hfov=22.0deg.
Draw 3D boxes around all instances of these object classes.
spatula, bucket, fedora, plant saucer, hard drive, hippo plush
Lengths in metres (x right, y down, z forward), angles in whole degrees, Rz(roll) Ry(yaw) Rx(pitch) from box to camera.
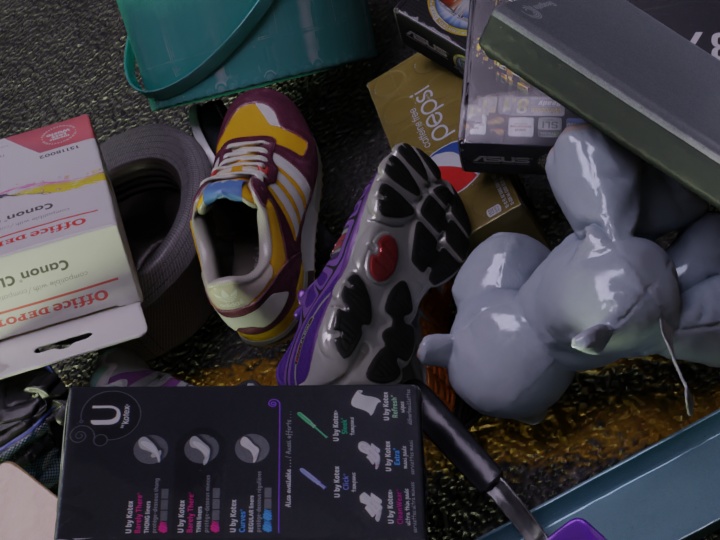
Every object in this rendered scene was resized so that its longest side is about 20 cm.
[{"bbox_3d":[0.081,0.129,1.033,0.057,0.021,0.200,-46,54,4],"label":"spatula"},{"bbox_3d":[-0.088,-0.203,1.379,0.206,0.135,0.207,-14,5,1],"label":"bucket"},{"bbox_3d":[-0.163,-0.005,1.343,0.177,0.090,0.200,-33,35,7],"label":"fedora"},{"bbox_3d":[0.148,0.139,1.029,0.200,0.019,0.070,-31,40,11],"label":"plant saucer"},{"bbox_3d":[0.179,-0.096,1.063,0.200,0.139,0.033,36,120,19],"label":"hard drive"},{"bbox_3d":[0.134,0.033,1.076,0.161,0.159,0.200,-40,33,40],"label":"hippo plush"}]

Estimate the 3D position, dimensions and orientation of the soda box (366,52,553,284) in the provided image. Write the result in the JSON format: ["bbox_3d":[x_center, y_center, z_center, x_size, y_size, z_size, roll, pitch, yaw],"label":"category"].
[{"bbox_3d":[0.066,-0.068,1.253,0.068,0.064,0.200,-30,40,10],"label":"soda box"}]

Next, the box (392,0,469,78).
[{"bbox_3d":[0.149,-0.175,1.244,0.200,0.044,0.160,34,74,22],"label":"box"}]

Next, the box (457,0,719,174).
[{"bbox_3d":[0.166,-0.137,1.172,0.199,0.049,0.162,3,68,9],"label":"box"}]

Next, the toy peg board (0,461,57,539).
[{"bbox_3d":[-0.195,0.259,1.118,0.199,0.098,0.200,33,75,23],"label":"toy peg board"}]

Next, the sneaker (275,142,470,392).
[{"bbox_3d":[0.000,0.000,1.116,0.083,0.081,0.200,-22,27,42],"label":"sneaker"}]

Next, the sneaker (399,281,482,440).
[{"bbox_3d":[0.020,0.050,1.180,0.092,0.076,0.200,-35,31,16],"label":"sneaker"}]

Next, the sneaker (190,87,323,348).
[{"bbox_3d":[-0.072,-0.053,1.239,0.075,0.090,0.201,-16,57,15],"label":"sneaker"}]

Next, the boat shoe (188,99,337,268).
[{"bbox_3d":[-0.069,-0.063,1.348,0.060,0.076,0.200,-33,52,6],"label":"boat shoe"}]

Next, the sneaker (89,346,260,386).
[{"bbox_3d":[-0.089,0.095,1.213,0.140,0.078,0.200,-35,49,2],"label":"sneaker"}]

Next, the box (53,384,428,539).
[{"bbox_3d":[-0.064,0.139,1.043,0.199,0.122,0.106,0,51,-2],"label":"box"}]

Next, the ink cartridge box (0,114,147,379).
[{"bbox_3d":[-0.215,-0.018,1.236,0.116,0.068,0.200,-18,35,-6],"label":"ink cartridge box"}]

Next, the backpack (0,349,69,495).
[{"bbox_3d":[-0.280,0.140,1.244,0.200,0.147,0.183,-33,36,-12],"label":"backpack"}]
